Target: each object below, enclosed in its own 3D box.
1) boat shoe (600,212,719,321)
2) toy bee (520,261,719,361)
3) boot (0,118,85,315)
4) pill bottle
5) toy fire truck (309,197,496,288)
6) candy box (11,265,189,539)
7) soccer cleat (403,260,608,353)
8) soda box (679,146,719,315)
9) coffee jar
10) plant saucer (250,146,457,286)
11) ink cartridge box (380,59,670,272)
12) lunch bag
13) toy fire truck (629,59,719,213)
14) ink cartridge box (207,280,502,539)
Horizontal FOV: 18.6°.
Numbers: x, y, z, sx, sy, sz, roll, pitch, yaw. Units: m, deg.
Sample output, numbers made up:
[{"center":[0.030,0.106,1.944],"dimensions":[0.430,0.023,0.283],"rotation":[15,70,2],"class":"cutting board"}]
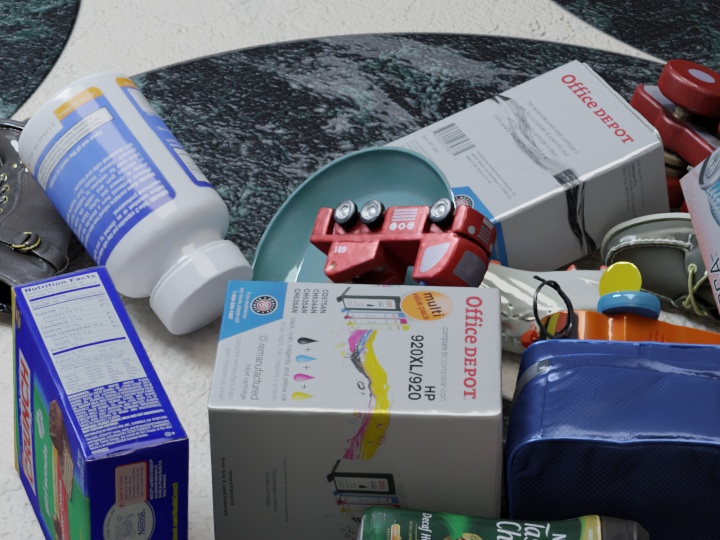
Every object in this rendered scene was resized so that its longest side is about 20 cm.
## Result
[{"center":[0.287,0.005,1.736],"dimensions":[0.200,0.073,0.060],"rotation":[10,33,7],"class":"boat shoe"},{"center":[0.177,0.049,1.643],"dimensions":[0.108,0.200,0.132],"rotation":[-19,40,50],"class":"toy bee"},{"center":[-0.298,-0.041,1.804],"dimensions":[0.199,0.070,0.174],"rotation":[21,41,22],"class":"boot"},{"center":[-0.174,-0.050,1.742],"dimensions":[0.112,0.112,0.200],"rotation":[-26,69,-31],"class":"pill bottle"},{"center":[-0.001,0.021,1.634],"dimensions":[0.199,0.049,0.142],"rotation":[0,65,38],"class":"toy fire truck"},{"center":[-0.180,0.124,1.499],"dimensions":[0.076,0.170,0.200],"rotation":[-10,37,-18],"class":"candy box"},{"center":[0.118,0.034,1.706],"dimensions":[0.198,0.070,0.078],"rotation":[-1,41,-5],"class":"soccer cleat"},{"center":[0.307,0.006,1.653],"dimensions":[0.063,0.068,0.201],"rotation":[-2,66,-30],"class":"soda box"},{"center":[0.095,0.212,1.452],"dimensions":[0.198,0.086,0.105],"rotation":[2,38,2],"class":"coffee jar"},{"center":[0.000,0.000,1.705],"dimensions":[0.199,0.036,0.201],"rotation":[-19,54,29],"class":"plant saucer"},{"center":[0.133,-0.072,1.802],"dimensions":[0.199,0.085,0.145],"rotation":[-24,42,-12],"class":"ink cartridge box"},{"center":[0.199,0.124,1.524],"dimensions":[0.198,0.137,0.133],"rotation":[3,37,5],"class":"lunch bag"},{"center":[0.325,-0.094,1.857],"dimensions":[0.167,0.113,0.200],"rotation":[3,30,-38],"class":"toy fire truck"},{"center":[0.001,0.107,1.541],"dimensions":[0.198,0.146,0.148],"rotation":[2,37,3],"class":"ink cartridge box"}]
